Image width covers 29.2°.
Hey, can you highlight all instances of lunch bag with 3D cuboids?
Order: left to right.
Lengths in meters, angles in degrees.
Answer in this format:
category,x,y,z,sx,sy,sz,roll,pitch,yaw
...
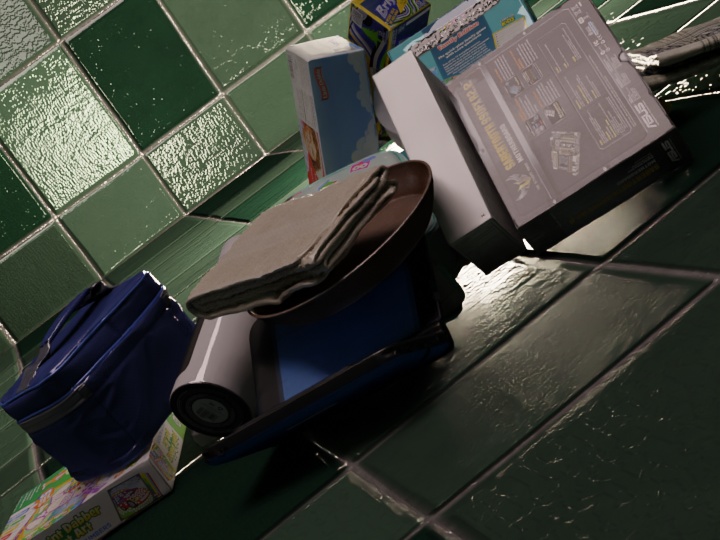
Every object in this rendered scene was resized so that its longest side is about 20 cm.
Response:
category,x,y,z,sx,sy,sz,roll,pitch,yaw
lunch bag,-0.248,0.091,1.358,0.136,0.132,0.200,-23,24,45
lunch bag,0.010,-0.028,1.322,0.160,0.077,0.200,-26,34,1

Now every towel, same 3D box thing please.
category,x,y,z,sx,sy,sz,roll,pitch,yaw
towel,-0.059,-0.021,1.182,0.200,0.035,0.133,-16,29,52
towel,0.333,-0.225,1.337,0.199,0.035,0.193,-22,13,5

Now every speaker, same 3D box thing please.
category,x,y,z,sx,sy,sz,roll,pitch,yaw
speaker,-0.120,0.059,1.333,0.081,0.081,0.201,-27,33,35

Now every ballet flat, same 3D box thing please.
category,x,y,z,sx,sy,sz,roll,pitch,yaw
ballet flat,0.001,0.050,1.225,0.200,0.064,0.067,-31,11,24

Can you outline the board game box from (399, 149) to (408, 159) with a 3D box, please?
category,x,y,z,sx,sy,sz,roll,pitch,yaw
board game box,0.127,-0.130,1.467,0.199,0.045,0.152,-31,-14,17

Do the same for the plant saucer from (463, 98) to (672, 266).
category,x,y,z,sx,sy,sz,roll,pitch,yaw
plant saucer,0.182,-0.097,1.331,0.200,0.049,0.200,-26,16,41

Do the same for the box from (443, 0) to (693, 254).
category,x,y,z,sx,sy,sz,roll,pitch,yaw
box,0.179,-0.134,1.222,0.158,0.048,0.201,-34,48,13

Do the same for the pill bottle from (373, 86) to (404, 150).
category,x,y,z,sx,sy,sz,roll,pitch,yaw
pill bottle,0.092,-0.177,1.559,0.112,0.113,0.200,-32,-16,19

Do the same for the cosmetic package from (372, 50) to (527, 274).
category,x,y,z,sx,sy,sz,roll,pitch,yaw
cosmetic package,0.079,-0.099,1.254,0.051,0.201,0.083,-31,-32,14

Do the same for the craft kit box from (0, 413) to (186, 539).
category,x,y,z,sx,sy,sz,roll,pitch,yaw
craft kit box,-0.268,0.222,1.374,0.197,0.049,0.200,-32,12,4

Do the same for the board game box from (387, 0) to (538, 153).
category,x,y,z,sx,sy,sz,roll,pitch,yaw
board game box,0.123,-0.185,1.367,0.151,0.047,0.201,-32,45,15

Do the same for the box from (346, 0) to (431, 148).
category,x,y,z,sx,sy,sz,roll,pitch,yaw
box,0.025,-0.233,1.577,0.070,0.064,0.200,-38,-24,-28

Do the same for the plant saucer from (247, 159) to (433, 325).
category,x,y,z,sx,sy,sz,roll,pitch,yaw
plant saucer,-0.011,-0.018,1.185,0.200,0.035,0.200,-34,20,14

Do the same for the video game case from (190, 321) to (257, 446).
category,x,y,z,sx,sy,sz,roll,pitch,yaw
video game case,-0.092,0.065,1.391,0.200,0.023,0.182,-33,32,12

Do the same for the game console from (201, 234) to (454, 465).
category,x,y,z,sx,sy,sz,roll,pitch,yaw
game console,-0.037,0.059,1.136,0.200,0.119,0.171,-31,-11,24

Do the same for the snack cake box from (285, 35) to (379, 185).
category,x,y,z,sx,sy,sz,roll,pitch,yaw
snack cake box,-0.025,-0.151,1.535,0.067,0.201,0.115,-13,20,-12
